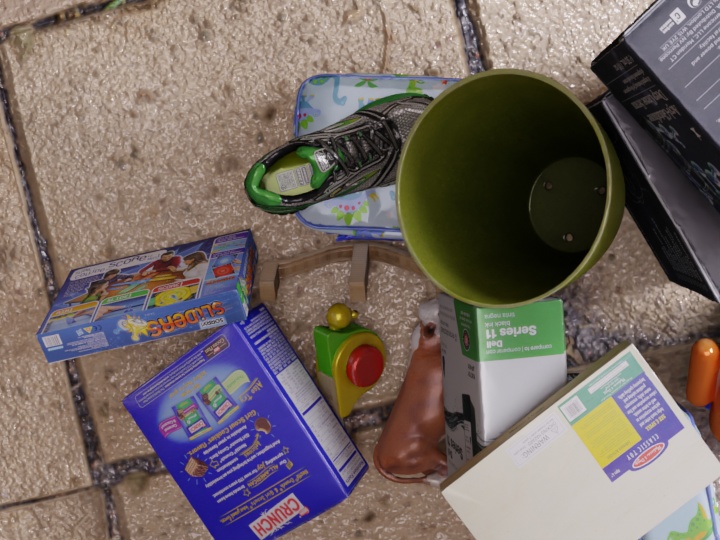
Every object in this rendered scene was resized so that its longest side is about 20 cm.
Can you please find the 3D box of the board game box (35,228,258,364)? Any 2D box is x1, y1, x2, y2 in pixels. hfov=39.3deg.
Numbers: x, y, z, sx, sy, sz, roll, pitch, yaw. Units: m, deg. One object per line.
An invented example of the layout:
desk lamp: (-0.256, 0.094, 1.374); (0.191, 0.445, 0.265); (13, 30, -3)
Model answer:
board game box: (-0.204, 0.022, 0.992); (0.197, 0.136, 0.035); (-12, 117, 6)

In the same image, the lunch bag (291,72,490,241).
lunch bag: (0.029, -0.109, 0.988); (0.197, 0.082, 0.164); (2, 95, 4)

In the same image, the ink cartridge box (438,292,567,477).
ink cartridge box: (0.128, 0.122, 0.911); (0.082, 0.147, 0.203); (-4, 93, -8)

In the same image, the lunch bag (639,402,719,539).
lunch bag: (0.286, 0.230, 0.950); (0.081, 0.161, 0.203); (-10, 92, 9)

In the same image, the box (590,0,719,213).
box: (0.280, -0.122, 0.736); (0.107, 0.148, 0.200); (-43, 89, 6)

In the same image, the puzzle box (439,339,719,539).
puzzle box: (0.181, 0.170, 0.826); (0.199, 0.025, 0.134); (-37, 93, 3)

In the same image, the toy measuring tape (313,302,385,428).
toy measuring tape: (-0.005, 0.125, 1.028); (0.072, 0.074, 0.203); (-5, 111, 5)

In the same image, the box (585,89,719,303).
box: (0.301, -0.093, 0.909); (0.123, 0.197, 0.202); (-31, 92, 5)

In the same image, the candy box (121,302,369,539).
candy box: (-0.114, 0.163, 1.004); (0.168, 0.077, 0.201); (-33, 90, 26)

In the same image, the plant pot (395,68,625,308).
plant pot: (0.157, -0.066, 0.884); (0.185, 0.199, 0.190); (0, 91, 30)

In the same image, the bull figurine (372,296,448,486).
bull figurine: (0.086, 0.125, 1.011); (0.120, 0.065, 0.202); (23, 97, 0)

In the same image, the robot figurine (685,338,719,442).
robot figurine: (0.376, 0.095, 0.903); (0.142, 0.116, 0.203); (17, 116, 35)

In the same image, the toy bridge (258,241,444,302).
toy bridge: (0.000, 0.000, 1.007); (0.197, 0.068, 0.027); (-1, 130, 6)

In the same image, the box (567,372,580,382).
box: (0.207, 0.209, 0.941); (0.047, 0.200, 0.196); (-6, 95, 3)

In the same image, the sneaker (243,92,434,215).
sneaker: (-0.012, -0.099, 0.910); (0.198, 0.085, 0.079); (-25, 96, 5)

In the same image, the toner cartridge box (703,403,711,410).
toner cartridge box: (0.441, 0.136, 0.994); (0.198, 0.043, 0.096); (29, 96, 2)
